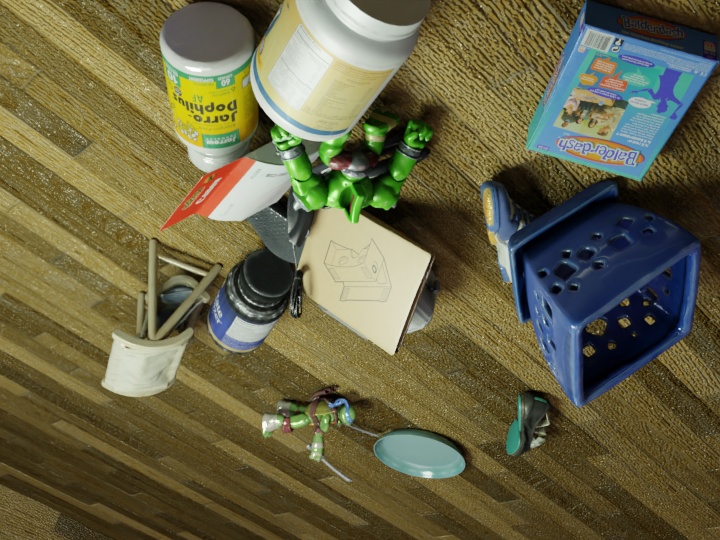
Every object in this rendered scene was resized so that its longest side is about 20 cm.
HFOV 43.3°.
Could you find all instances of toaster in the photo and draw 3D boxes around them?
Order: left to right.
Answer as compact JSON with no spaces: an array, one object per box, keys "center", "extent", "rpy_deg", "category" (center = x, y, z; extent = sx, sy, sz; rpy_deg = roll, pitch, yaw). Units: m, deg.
[{"center":[0.025,0.033,1.398],"extent":[0.198,0.115,0.129],"rpy_deg":[-18,137,35],"category":"toaster"}]

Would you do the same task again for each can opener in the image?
[{"center":[-0.001,-0.141,1.211],"extent":[0.198,0.079,0.064],"rpy_deg":[-22,123,29],"category":"can opener"}]

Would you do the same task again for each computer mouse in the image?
[{"center":[-0.084,-0.027,1.307],"extent":[0.033,0.059,0.203],"rpy_deg":[4,110,6],"category":"computer mouse"}]

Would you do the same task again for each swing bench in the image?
[{"center":[-0.341,0.096,1.541],"extent":[0.128,0.202,0.199],"rpy_deg":[20,145,-10],"category":"swing bench"}]

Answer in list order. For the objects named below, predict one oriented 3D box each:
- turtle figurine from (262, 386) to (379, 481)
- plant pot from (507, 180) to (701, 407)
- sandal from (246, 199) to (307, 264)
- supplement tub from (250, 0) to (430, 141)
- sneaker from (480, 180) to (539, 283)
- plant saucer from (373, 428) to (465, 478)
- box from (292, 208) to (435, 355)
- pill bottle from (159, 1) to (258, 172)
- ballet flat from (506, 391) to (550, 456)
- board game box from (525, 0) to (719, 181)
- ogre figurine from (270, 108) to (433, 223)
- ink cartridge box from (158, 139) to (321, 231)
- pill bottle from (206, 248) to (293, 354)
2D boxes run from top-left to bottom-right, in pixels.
[{"center":[-0.089,0.331,1.829],"extent":[0.191,0.145,0.201],"rpy_deg":[2,140,24],"category":"turtle figurine"},{"center":[0.302,0.019,1.177],"extent":[0.198,0.180,0.201],"rpy_deg":[-31,142,-9],"category":"plant pot"},{"center":[-0.138,-0.090,1.354],"extent":[0.076,0.043,0.200],"rpy_deg":[-23,120,40],"category":"sandal"},{"center":[-0.024,-0.252,0.989],"extent":[0.143,0.146,0.200],"rpy_deg":[25,144,-16],"category":"supplement tub"},{"center":[0.219,-0.061,1.244],"extent":[0.087,0.076,0.201],"rpy_deg":[-12,146,15],"category":"sneaker"},{"center":[0.127,0.386,1.929],"extent":[0.197,0.028,0.201],"rpy_deg":[10,146,7],"category":"plant saucer"},{"center":[0.000,0.000,1.297],"extent":[0.199,0.021,0.165],"rpy_deg":[33,119,26],"category":"box"},{"center":[-0.182,-0.217,1.124],"extent":[0.111,0.114,0.201],"rpy_deg":[12,145,4],"category":"pill bottle"},{"center":[0.318,0.296,1.700],"extent":[0.067,0.069,0.201],"rpy_deg":[2,145,2],"category":"ballet flat"},{"center":[0.291,-0.199,1.035],"extent":[0.150,0.046,0.201],"rpy_deg":[15,145,-2],"category":"board game box"},{"center":[-0.015,-0.131,1.128],"extent":[0.098,0.198,0.122],"rpy_deg":[37,130,41],"category":"ogre figurine"},{"center":[-0.153,-0.108,1.201],"extent":[0.057,0.200,0.162],"rpy_deg":[50,139,-1],"category":"ink cartridge box"},{"center":[-0.180,0.050,1.496],"extent":[0.110,0.113,0.200],"rpy_deg":[22,144,-12],"category":"pill bottle"}]
